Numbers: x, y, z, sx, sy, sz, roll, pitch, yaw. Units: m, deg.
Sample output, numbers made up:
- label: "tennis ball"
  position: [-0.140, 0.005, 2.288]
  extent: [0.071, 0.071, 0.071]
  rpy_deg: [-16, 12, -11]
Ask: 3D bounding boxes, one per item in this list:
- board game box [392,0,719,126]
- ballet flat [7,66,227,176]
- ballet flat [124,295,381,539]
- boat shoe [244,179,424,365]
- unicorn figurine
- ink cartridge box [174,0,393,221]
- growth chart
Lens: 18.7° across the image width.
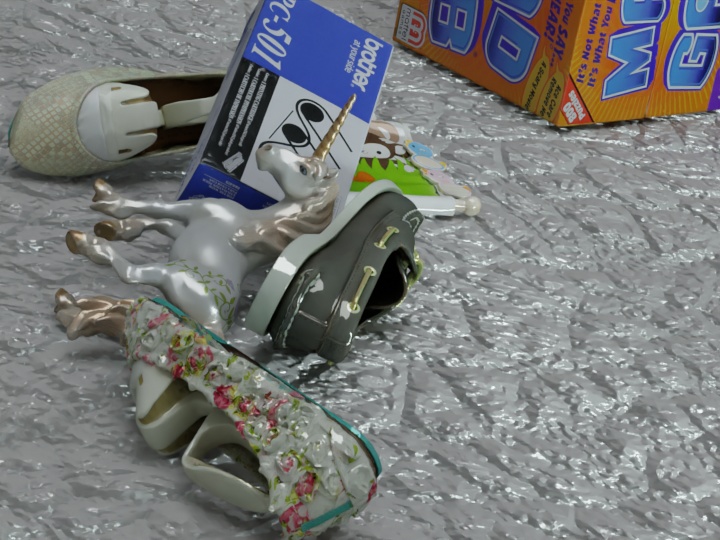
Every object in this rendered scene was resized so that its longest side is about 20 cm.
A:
- label: "board game box"
  position: [0.179, -0.248, 1.734]
  extent: [0.200, 0.200, 0.200]
  rpy_deg: [-8, 29, -40]
- label: "ballet flat"
  position: [-0.130, -0.104, 1.406]
  extent: [0.200, 0.068, 0.062]
  rpy_deg: [-14, 5, -34]
- label: "ballet flat"
  position: [-0.071, 0.071, 1.070]
  extent: [0.064, 0.076, 0.200]
  rpy_deg: [-40, 41, -19]
- label: "boat shoe"
  position: [-0.001, 0.003, 1.250]
  extent: [0.060, 0.072, 0.202]
  rpy_deg: [30, 24, 9]
- label: "unicorn figurine"
  position: [-0.090, -0.015, 1.234]
  extent: [0.137, 0.074, 0.200]
  rpy_deg: [10, 52, 4]
- label: "ink cartridge box"
  position: [-0.045, -0.093, 1.373]
  extent: [0.094, 0.044, 0.200]
  rpy_deg: [28, 40, -9]
- label: "growth chart"
  position: [-0.012, -0.084, 1.505]
  extent: [0.144, 0.018, 0.200]
  rpy_deg: [-2, 29, -27]
